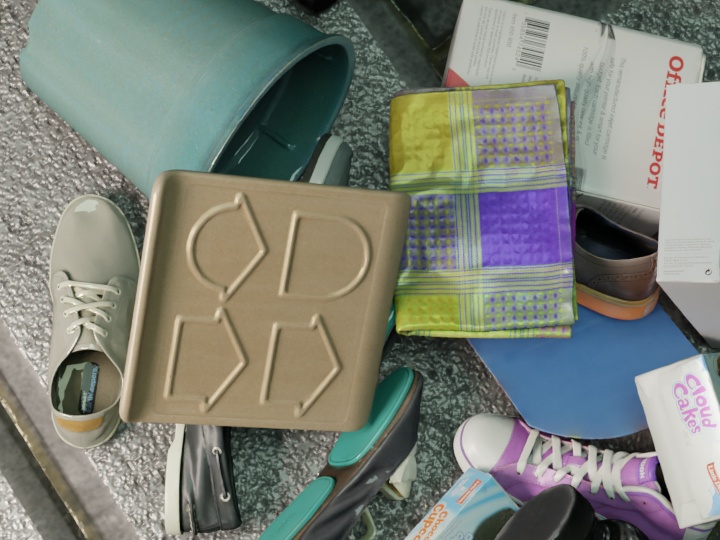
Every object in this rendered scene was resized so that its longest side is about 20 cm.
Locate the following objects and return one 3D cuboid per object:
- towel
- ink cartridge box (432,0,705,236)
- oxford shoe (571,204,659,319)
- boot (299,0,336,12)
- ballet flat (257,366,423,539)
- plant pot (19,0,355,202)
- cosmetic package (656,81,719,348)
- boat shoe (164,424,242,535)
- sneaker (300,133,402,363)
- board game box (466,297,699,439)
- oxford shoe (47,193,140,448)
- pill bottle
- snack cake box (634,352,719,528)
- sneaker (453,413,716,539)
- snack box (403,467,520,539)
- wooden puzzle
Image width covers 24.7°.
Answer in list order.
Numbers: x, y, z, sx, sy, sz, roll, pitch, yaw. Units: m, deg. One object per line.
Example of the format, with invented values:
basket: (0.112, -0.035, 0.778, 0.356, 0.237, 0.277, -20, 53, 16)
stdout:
towel: (0.092, -0.048, 1.239, 0.143, 0.023, 0.201, 0, 74, 3)
ink cartridge box: (0.162, -0.123, 1.323, 0.199, 0.083, 0.148, 13, 75, -1)
oxford shoe: (0.144, -0.032, 1.287, 0.199, 0.073, 0.071, 19, 49, 11)
boot: (-0.044, -0.338, 1.385, 0.188, 0.069, 0.200, -43, 75, -6)
ballet flat: (-0.004, 0.166, 1.246, 0.073, 0.073, 0.200, 37, 69, 5)
plant pot: (-0.140, -0.146, 1.256, 0.196, 0.200, 0.200, 36, 75, 14)
cosmetic package: (0.273, -0.036, 1.252, 0.051, 0.200, 0.152, 1, 74, 24)
boat shoe: (-0.106, 0.101, 1.242, 0.066, 0.075, 0.201, 5, 78, 3)
sneaker: (0.000, 0.000, 1.274, 0.120, 0.084, 0.201, 12, 82, 3)
board game box: (0.163, 0.060, 1.287, 0.157, 0.039, 0.200, -21, 54, -21)
oxford shoe: (-0.206, 0.035, 1.262, 0.075, 0.058, 0.201, 2, 73, -2)
pill bottle: (0.188, 0.252, 1.185, 0.200, 0.112, 0.112, 46, 75, -11)
snack cake box: (0.302, 0.119, 1.227, 0.199, 0.067, 0.116, -2, 73, -45)
sneaker: (0.174, 0.148, 1.231, 0.200, 0.114, 0.073, 26, 56, -1)
snack box: (0.057, 0.258, 1.213, 0.200, 0.037, 0.116, -46, 111, -14)
wooden puzzle: (-0.070, 0.021, 1.180, 0.199, 0.046, 0.186, 3, 108, -25)
